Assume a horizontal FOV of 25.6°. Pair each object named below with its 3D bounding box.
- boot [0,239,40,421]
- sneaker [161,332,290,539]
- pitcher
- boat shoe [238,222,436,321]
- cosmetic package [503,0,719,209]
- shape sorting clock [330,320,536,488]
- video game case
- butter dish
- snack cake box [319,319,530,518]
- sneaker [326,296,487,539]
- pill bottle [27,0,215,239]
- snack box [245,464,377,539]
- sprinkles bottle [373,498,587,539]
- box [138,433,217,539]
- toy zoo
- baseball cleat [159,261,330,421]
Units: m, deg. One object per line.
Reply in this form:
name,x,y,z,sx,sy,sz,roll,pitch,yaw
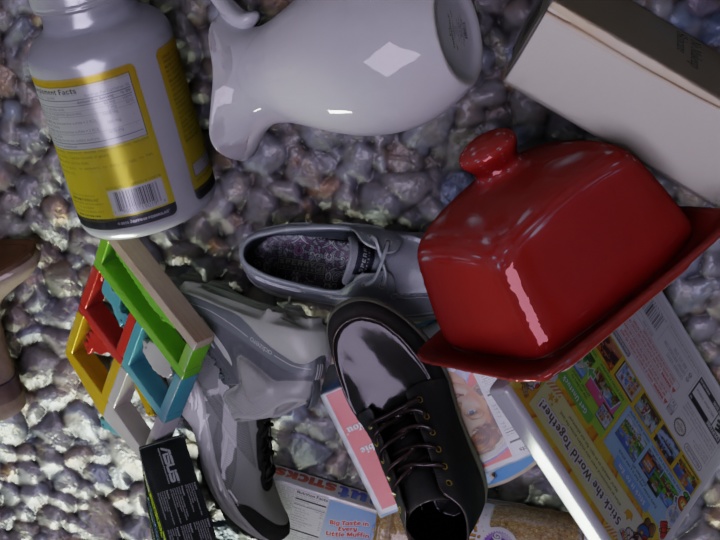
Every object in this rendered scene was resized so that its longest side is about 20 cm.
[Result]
boot,-0.331,0.063,1.371,0.199,0.070,0.147,-16,118,21
sneaker,-0.100,0.137,1.335,0.079,0.074,0.201,-20,100,12
pitcher,-0.022,-0.179,1.152,0.199,0.121,0.173,-8,100,29
boat shoe,0.000,-0.001,1.241,0.199,0.071,0.071,4,83,13
cosmetic package,0.207,-0.128,1.124,0.199,0.104,0.073,29,119,-4
shape sorting clock,0.073,0.096,1.304,0.198,0.039,0.201,5,118,10
video game case,0.200,0.106,1.205,0.023,0.182,0.201,-9,122,51
butter dish,0.120,-0.031,1.105,0.200,0.199,0.148,-38,105,-18
snack cake box,0.082,0.098,1.248,0.199,0.067,0.116,-23,104,12
sneaker,0.037,0.117,1.167,0.074,0.106,0.201,-28,102,13
pill bottle,-0.186,-0.134,1.205,0.111,0.112,0.201,-7,114,16
snack box,0.001,0.231,1.398,0.199,0.024,0.072,17,117,4
sprinkles bottle,0.111,0.226,1.332,0.198,0.068,0.069,8,118,1
box,-0.135,0.270,1.321,0.047,0.201,0.194,-13,146,-15
toy zoo,-0.189,0.071,1.307,0.131,0.020,0.200,50,139,21
baseball cleat,-0.110,0.061,1.264,0.199,0.069,0.107,17,100,42
